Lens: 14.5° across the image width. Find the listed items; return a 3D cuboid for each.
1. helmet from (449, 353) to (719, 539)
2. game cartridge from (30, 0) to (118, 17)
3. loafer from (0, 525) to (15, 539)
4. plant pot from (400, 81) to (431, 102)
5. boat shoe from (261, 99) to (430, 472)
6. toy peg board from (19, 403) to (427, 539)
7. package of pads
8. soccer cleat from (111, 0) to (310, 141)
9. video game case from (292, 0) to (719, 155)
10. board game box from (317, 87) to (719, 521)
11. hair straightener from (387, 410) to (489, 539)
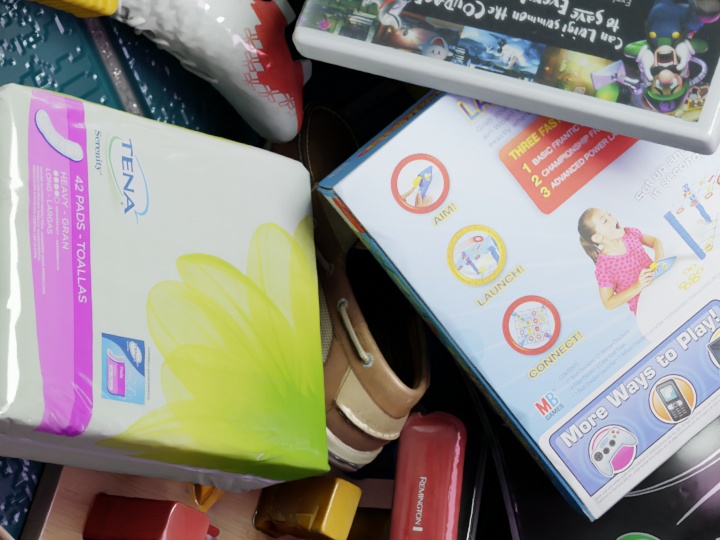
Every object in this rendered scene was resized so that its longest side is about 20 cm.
[{"bbox_3d":[0.151,0.092,1.435,0.190,0.200,0.201,-12,98,-6],"label":"helmet"},{"bbox_3d":[-0.161,-0.212,1.200,0.200,0.032,0.177,13,78,-52],"label":"game cartridge"},{"bbox_3d":[-0.132,0.174,1.244,0.063,0.200,0.072,-59,165,24],"label":"loafer"},{"bbox_3d":[0.041,-0.195,1.393,0.200,0.187,0.187,43,64,-14],"label":"plant pot"},{"bbox_3d":[0.000,0.000,1.365,0.075,0.074,0.201,23,44,-38],"label":"boat shoe"},{"bbox_3d":[-0.046,0.125,1.359,0.200,0.098,0.200,28,73,-34],"label":"toy peg board"},{"bbox_3d":[-0.104,0.008,1.246,0.200,0.068,0.155,15,66,-45],"label":"package of pads"},{"bbox_3d":[-0.098,-0.137,1.336,0.085,0.069,0.200,-38,109,-22],"label":"soccer cleat"},{"bbox_3d":[0.091,-0.157,1.267,0.023,0.199,0.182,61,47,-65],"label":"video game case"},{"bbox_3d":[0.117,-0.025,1.302,0.200,0.056,0.196,-39,98,-4],"label":"board game box"},{"bbox_3d":[0.041,0.171,1.349,0.077,0.041,0.201,24,66,-67],"label":"hair straightener"}]
